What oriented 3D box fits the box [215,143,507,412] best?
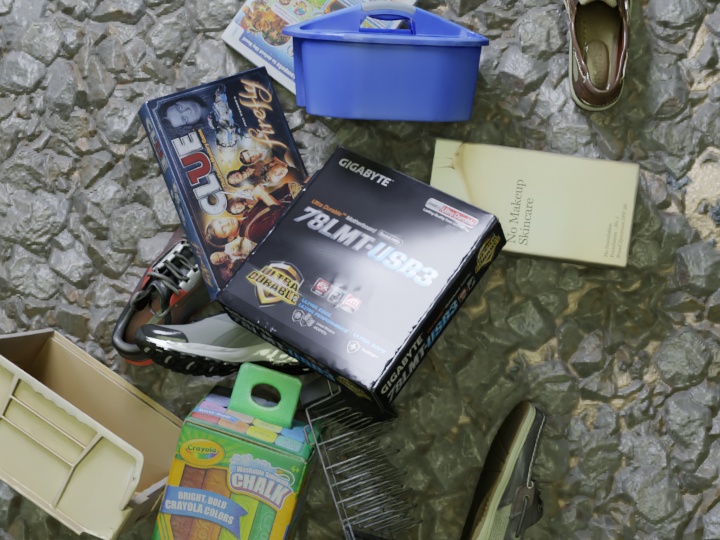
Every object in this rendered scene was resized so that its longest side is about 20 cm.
[{"bbox_3d":[0.000,0.000,1.172,0.199,0.050,0.199,28,72,32],"label":"box"}]

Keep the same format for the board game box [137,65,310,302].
[{"bbox_3d":[-0.120,-0.087,1.256,0.134,0.035,0.202,-21,87,-25],"label":"board game box"}]

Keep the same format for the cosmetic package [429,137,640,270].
[{"bbox_3d":[0.164,-0.064,1.245,0.197,0.073,0.105,7,89,4],"label":"cosmetic package"}]

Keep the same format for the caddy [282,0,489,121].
[{"bbox_3d":[0.024,-0.202,1.211,0.197,0.141,0.106,0,102,-12],"label":"caddy"}]

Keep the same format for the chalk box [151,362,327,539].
[{"bbox_3d":[-0.110,0.192,1.213,0.123,0.124,0.202,16,102,5],"label":"chalk box"}]

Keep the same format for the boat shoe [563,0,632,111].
[{"bbox_3d":[0.234,-0.261,1.243,0.074,0.075,0.205,-5,88,4],"label":"boat shoe"}]

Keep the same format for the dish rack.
[{"bbox_3d":[0.010,0.198,1.189,0.054,0.153,0.202,-25,66,15],"label":"dish rack"}]

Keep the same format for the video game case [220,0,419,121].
[{"bbox_3d":[-0.028,-0.274,1.292,0.143,0.018,0.201,37,91,4],"label":"video game case"}]

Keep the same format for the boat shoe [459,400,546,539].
[{"bbox_3d":[0.146,0.230,1.243,0.065,0.072,0.203,20,90,-6],"label":"boat shoe"}]

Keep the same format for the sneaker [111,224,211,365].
[{"bbox_3d":[-0.177,0.010,1.262,0.077,0.082,0.201,32,89,5],"label":"sneaker"}]

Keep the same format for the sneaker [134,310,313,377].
[{"bbox_3d":[-0.123,0.061,1.250,0.198,0.074,0.080,1,75,-20],"label":"sneaker"}]

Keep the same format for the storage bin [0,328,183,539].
[{"bbox_3d":[-0.270,0.152,1.206,0.198,0.200,0.094,33,92,4],"label":"storage bin"}]
